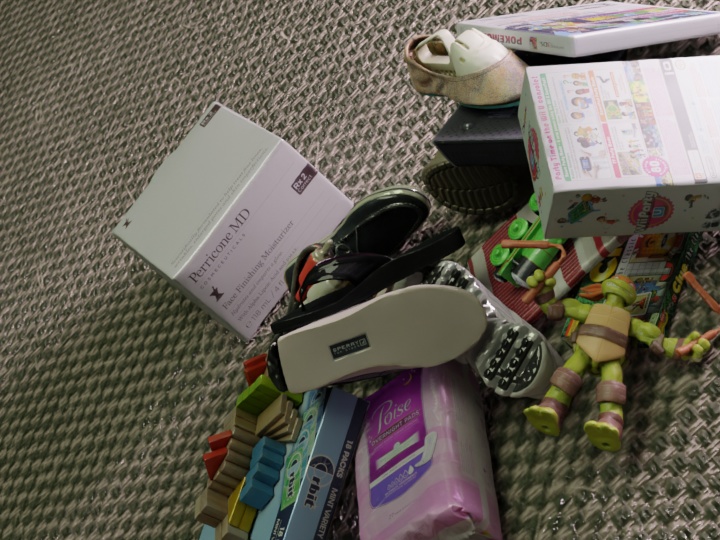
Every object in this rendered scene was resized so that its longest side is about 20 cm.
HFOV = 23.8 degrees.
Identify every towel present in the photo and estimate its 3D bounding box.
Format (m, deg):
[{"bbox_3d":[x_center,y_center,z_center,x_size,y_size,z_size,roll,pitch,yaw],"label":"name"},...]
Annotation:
[{"bbox_3d":[0.183,-0.026,1.589,0.200,0.023,0.145,-44,29,24],"label":"towel"}]

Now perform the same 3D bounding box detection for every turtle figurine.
[{"bbox_3d":[0.190,0.061,1.421,0.065,0.198,0.162,96,-164,-64],"label":"turtle figurine"}]

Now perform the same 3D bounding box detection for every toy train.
[{"bbox_3d":[0.191,-0.066,1.556,0.201,0.042,0.056,-55,38,4],"label":"toy train"}]

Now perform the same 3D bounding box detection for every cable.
[{"bbox_3d":[-0.068,0.050,1.696,0.200,0.050,0.097,-47,62,26],"label":"cable"}]

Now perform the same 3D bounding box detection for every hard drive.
[{"bbox_3d":[0.168,-0.160,1.635,0.134,0.043,0.200,1,34,36],"label":"hard drive"}]

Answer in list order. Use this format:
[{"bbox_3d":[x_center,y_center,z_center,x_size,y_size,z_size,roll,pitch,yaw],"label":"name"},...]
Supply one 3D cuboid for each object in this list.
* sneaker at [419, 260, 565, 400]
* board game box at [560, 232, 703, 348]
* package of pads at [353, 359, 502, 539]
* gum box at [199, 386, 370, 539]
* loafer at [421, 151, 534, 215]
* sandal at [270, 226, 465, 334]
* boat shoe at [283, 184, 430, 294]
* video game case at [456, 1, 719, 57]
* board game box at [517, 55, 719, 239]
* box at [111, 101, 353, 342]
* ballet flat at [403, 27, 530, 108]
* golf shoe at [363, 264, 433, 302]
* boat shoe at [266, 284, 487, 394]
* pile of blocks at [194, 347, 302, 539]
[{"bbox_3d":[0.118,0.060,1.530,0.075,0.081,0.200,-56,42,10],"label":"sneaker"},{"bbox_3d":[0.254,-0.021,1.523,0.104,0.023,0.201,-7,52,50],"label":"board game box"},{"bbox_3d":[0.056,0.178,1.504,0.120,0.076,0.201,-35,34,24],"label":"package of pads"},{"bbox_3d":[-0.076,0.198,1.602,0.200,0.044,0.171,-10,58,63],"label":"gum box"},{"bbox_3d":[0.155,-0.110,1.688,0.198,0.076,0.069,-10,34,27],"label":"loafer"},{"bbox_3d":[0.000,0.000,1.593,0.199,0.048,0.075,-27,5,-5],"label":"sandal"},{"bbox_3d":[-0.002,-0.019,1.781,0.199,0.074,0.063,-35,40,29],"label":"boat shoe"},{"bbox_3d":[0.224,-0.235,1.656,0.182,0.198,0.023,19,116,55],"label":"video game case"},{"bbox_3d":[0.245,-0.107,1.461,0.198,0.065,0.149,-3,51,-6],"label":"board game box"},{"bbox_3d":[-0.148,-0.059,1.936,0.200,0.131,0.200,-52,33,-4],"label":"box"},{"bbox_3d":[0.098,-0.197,1.635,0.068,0.068,0.199,-34,23,-22],"label":"ballet flat"},{"bbox_3d":[0.032,0.051,1.682,0.199,0.077,0.089,-24,55,43],"label":"golf shoe"},{"bbox_3d":[0.018,0.056,1.523,0.198,0.075,0.093,-13,3,10],"label":"boat shoe"},{"bbox_3d":[-0.104,0.154,1.567,0.082,0.062,0.202,-20,49,60],"label":"pile of blocks"}]
